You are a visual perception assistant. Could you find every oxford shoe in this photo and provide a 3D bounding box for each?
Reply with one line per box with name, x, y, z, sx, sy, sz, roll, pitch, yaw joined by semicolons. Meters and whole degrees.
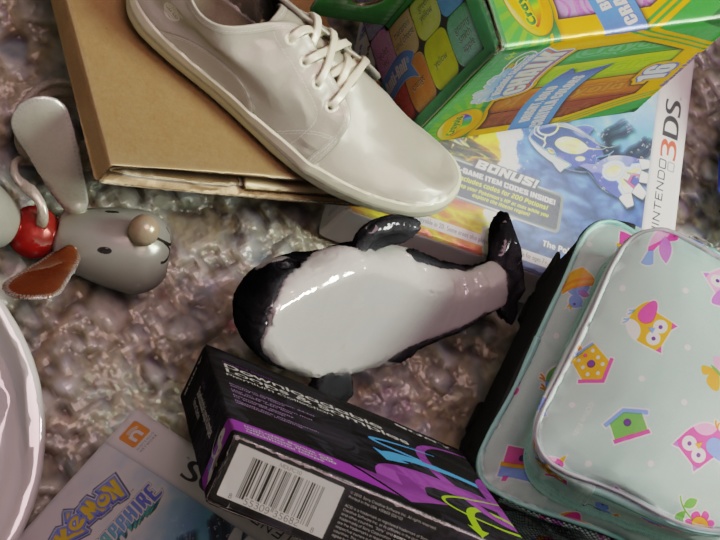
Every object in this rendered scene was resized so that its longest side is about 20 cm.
oxford shoe;-0.028;-0.098;1.169;0.200;0.058;0.075;37;41;-8

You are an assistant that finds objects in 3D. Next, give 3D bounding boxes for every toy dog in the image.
toy dog;-0.184;-0.041;1.125;0.199;0.096;0.133;-10;76;-27

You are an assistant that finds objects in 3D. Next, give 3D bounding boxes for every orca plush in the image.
orca plush;0.000;0.000;1.179;0.199;0.106;0.071;-23;44;-38

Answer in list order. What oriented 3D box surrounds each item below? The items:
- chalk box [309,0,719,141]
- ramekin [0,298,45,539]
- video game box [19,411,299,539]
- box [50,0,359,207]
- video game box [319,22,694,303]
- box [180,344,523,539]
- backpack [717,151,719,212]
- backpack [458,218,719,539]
chalk box;0.074;-0.150;1.220;0.199;0.125;0.125;-12;75;-26
ramekin;-0.248;0.077;1.040;0.201;0.094;0.204;4;77;-19
video game box;-0.097;0.180;1.029;0.182;0.047;0.200;26;65;35
box;-0.085;-0.126;1.207;0.163;0.021;0.201;3;56;-34
video game box;0.088;-0.077;1.296;0.199;0.047;0.183;18;62;-18
box;-0.006;0.091;1.033;0.142;0.200;0.036;24;94;-11
backpack;0.334;-0.077;1.342;0.199;0.163;0.168;31;41;-9
backpack;0.170;0.084;1.175;0.199;0.153;0.177;29;70;-4
